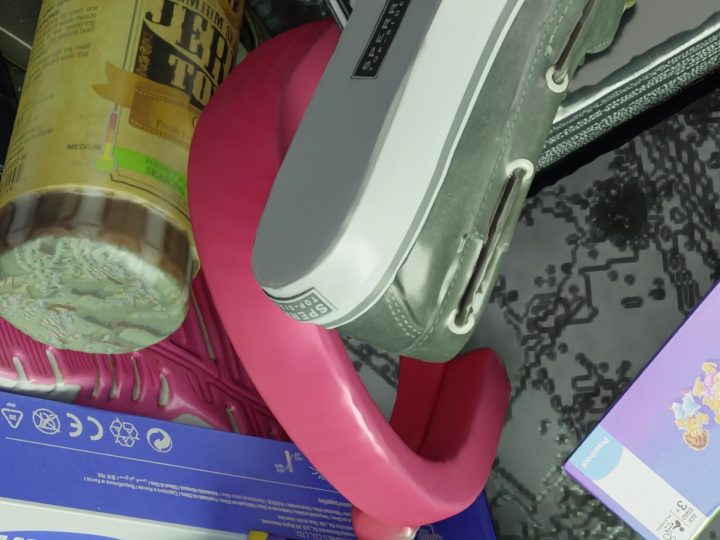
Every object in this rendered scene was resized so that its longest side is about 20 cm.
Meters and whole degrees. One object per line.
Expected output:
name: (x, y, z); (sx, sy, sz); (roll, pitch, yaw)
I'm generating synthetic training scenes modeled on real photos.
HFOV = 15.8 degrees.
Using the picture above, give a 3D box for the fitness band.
fitness band: (0.000, 0.000, 0.788); (0.037, 0.200, 0.144); (-19, 106, 16)

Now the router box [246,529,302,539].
router box: (0.037, 0.171, 0.807); (0.157, 0.200, 0.052); (9, 49, 8)

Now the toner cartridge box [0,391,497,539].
toner cartridge box: (-0.061, 0.093, 0.812); (0.095, 0.199, 0.043); (-51, 40, 37)

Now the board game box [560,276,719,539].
board game box: (0.147, -0.003, 0.816); (0.045, 0.134, 0.200); (40, 95, 6)

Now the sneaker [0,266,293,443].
sneaker: (-0.089, 0.044, 0.842); (0.088, 0.200, 0.082); (-40, 46, 31)

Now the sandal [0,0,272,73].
sandal: (-0.073, -0.078, 0.873); (0.082, 0.055, 0.200); (-38, 85, -18)

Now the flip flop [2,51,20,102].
flip flop: (-0.154, -0.031, 0.895); (0.081, 0.058, 0.201); (-2, 73, -24)

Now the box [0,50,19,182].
box: (-0.210, -0.084, 0.831); (0.148, 0.104, 0.201); (-33, 62, 21)

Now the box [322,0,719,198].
box: (0.035, -0.134, 0.800); (0.124, 0.197, 0.200); (-29, 86, 5)

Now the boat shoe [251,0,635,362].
boat shoe: (0.038, -0.071, 0.673); (0.057, 0.069, 0.201); (29, 86, -27)

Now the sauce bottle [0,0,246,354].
sauce bottle: (-0.069, -0.073, 0.801); (0.064, 0.065, 0.201); (2, 59, 7)
